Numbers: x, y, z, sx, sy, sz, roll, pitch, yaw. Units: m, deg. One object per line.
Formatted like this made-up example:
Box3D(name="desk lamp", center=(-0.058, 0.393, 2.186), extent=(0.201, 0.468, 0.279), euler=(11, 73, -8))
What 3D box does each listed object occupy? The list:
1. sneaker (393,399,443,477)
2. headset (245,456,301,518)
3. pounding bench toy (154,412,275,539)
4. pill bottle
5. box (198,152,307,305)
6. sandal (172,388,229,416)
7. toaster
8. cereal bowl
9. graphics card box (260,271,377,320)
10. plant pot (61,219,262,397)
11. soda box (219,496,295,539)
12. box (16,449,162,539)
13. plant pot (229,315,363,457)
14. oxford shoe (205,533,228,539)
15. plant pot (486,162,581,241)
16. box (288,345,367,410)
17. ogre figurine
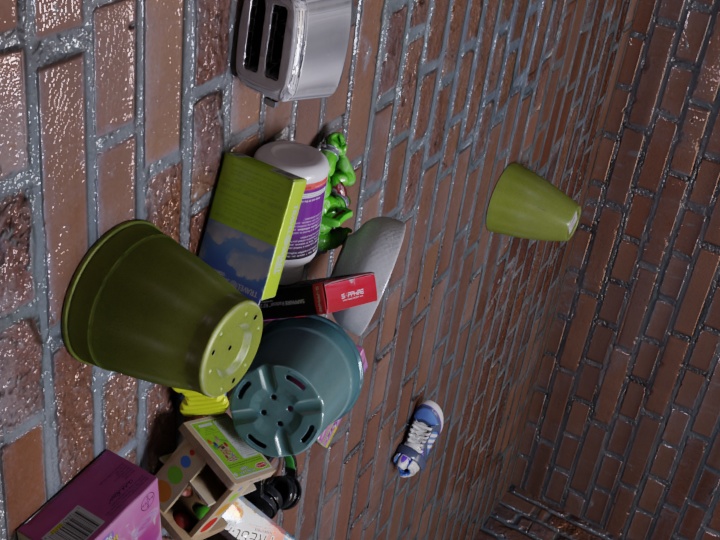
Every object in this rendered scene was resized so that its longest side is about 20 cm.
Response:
Box3D(name="sneaker", center=(0.144, 0.446, 2.692), extent=(0.147, 0.080, 0.201), euler=(-49, 157, -46))
Box3D(name="headset", center=(-0.177, 0.431, 1.995), extent=(0.123, 0.093, 0.202), euler=(-11, 106, -59))
Box3D(name="pounding bench toy", center=(-0.228, 0.323, 1.628), extent=(0.156, 0.124, 0.200), euler=(-50, 162, 16))
Box3D(name="pill bottle", center=(-0.113, -0.083, 1.560), extent=(0.112, 0.112, 0.201), euler=(-35, 142, -52))
Box3D(name="box", center=(-0.159, -0.052, 1.473), extent=(0.048, 0.121, 0.201), euler=(-14, 124, -64))
Box3D(name="sandal", center=(-0.240, 0.158, 1.561), extent=(0.200, 0.079, 0.088), euler=(94, -11, -61))
Box3D(name="toaster", center=(-0.088, -0.318, 1.393), extent=(0.129, 0.113, 0.201), euler=(-30, 140, -52))
Box3D(name="cereal bowl", center=(0.000, 0.000, 1.713), extent=(0.200, 0.083, 0.201), euler=(-158, -90, -85))
Box3D(name="graphics card box", center=(-0.088, 0.042, 1.608), extent=(0.125, 0.199, 0.051), euler=(-13, 95, -51))
Box3D(name="plant pot", center=(-0.235, 0.064, 1.319), extent=(0.200, 0.192, 0.201), euler=(-48, 151, -37))
Box3D(name="soda box", center=(-0.204, 0.425, 1.770), extent=(0.200, 0.068, 0.064), euler=(46, 64, -28))
Box3D(name="box", center=(-0.369, 0.389, 1.454), extent=(0.176, 0.096, 0.201), euler=(-43, 149, -45))
Box3D(name="plant pot", center=(-0.109, 0.188, 1.652), extent=(0.196, 0.199, 0.201), euler=(-50, 158, -74))
Box3D(name="oxford shoe", center=(-0.227, 0.439, 1.843), extent=(0.073, 0.084, 0.201), euler=(-10, 119, -62))
Box3D(name="plant pot", center=(0.449, -0.152, 2.652), extent=(0.187, 0.199, 0.188), euler=(-48, 151, -37))
Box3D(name="box", center=(-0.070, 0.214, 1.888), extent=(0.177, 0.096, 0.200), euler=(-63, 172, -11))
Box3D(name="ogre figurine", center=(-0.053, -0.111, 1.694), extent=(0.120, 0.098, 0.201), euler=(-55, 169, -54))
